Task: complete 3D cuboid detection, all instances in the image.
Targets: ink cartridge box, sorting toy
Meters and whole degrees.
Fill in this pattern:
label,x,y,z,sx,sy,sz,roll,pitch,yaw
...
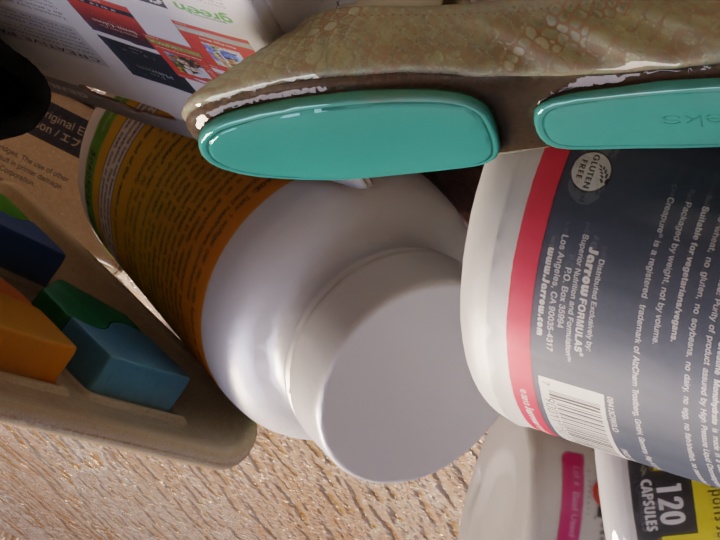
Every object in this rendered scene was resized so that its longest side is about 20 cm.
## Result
label,x,y,z,sx,sy,sz,roll,pitch,yaw
ink cartridge box,-0.202,-0.050,1.214,0.164,0.076,0.200,26,164,-12
ink cartridge box,-0.086,-0.119,0.794,0.199,0.084,0.176,19,165,20
sorting toy,-0.145,-0.001,0.857,0.185,0.037,0.199,42,-165,30

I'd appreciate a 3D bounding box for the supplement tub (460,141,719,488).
label,x,y,z,sx,sy,sz,roll,pitch,yaw
supplement tub,0.145,0.006,0.761,0.199,0.141,0.140,16,163,26

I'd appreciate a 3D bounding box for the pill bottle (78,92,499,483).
label,x,y,z,sx,sy,sz,roll,pitch,yaw
pill bottle,-0.024,-0.005,0.898,0.111,0.111,0.200,37,-175,-40

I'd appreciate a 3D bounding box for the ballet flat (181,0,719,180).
label,x,y,z,sx,sy,sz,roll,pitch,yaw
ballet flat,0.045,-0.066,0.712,0.198,0.063,0.068,-2,157,4

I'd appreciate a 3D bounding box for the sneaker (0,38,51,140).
label,x,y,z,sx,sy,sz,roll,pitch,yaw
sneaker,-0.166,-0.086,0.758,0.079,0.076,0.200,10,171,18

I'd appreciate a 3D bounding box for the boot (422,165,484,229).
label,x,y,z,sx,sy,sz,roll,pitch,yaw
boot,0.063,-0.020,0.984,0.166,0.073,0.200,42,164,-14

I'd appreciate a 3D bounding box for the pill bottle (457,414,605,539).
label,x,y,z,sx,sy,sz,roll,pitch,yaw
pill bottle,0.150,0.129,1.018,0.198,0.114,0.113,12,167,-11

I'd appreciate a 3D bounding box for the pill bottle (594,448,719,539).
label,x,y,z,sx,sy,sz,roll,pitch,yaw
pill bottle,0.191,0.067,0.863,0.198,0.113,0.112,-8,156,14
